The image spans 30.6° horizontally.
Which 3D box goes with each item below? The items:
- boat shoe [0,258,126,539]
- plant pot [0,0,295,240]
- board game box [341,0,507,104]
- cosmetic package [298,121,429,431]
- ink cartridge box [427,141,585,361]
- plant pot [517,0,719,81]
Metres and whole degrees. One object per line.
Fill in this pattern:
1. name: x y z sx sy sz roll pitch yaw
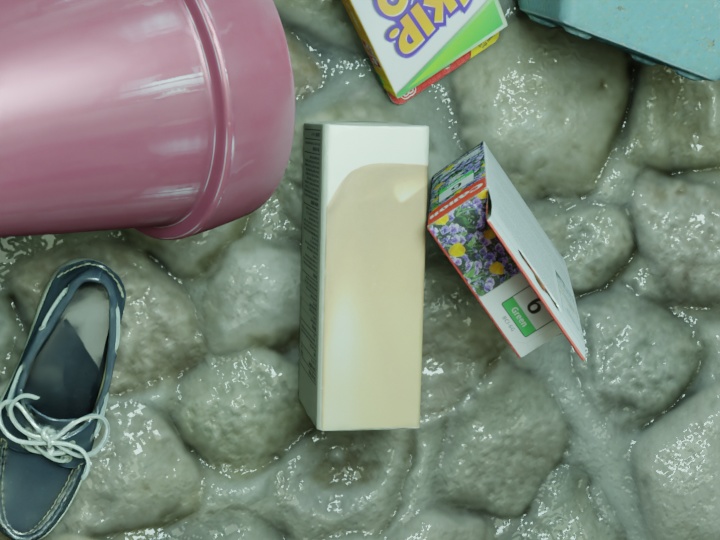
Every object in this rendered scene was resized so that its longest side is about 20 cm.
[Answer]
1. boat shoe: -0.202 0.091 0.879 0.075 0.062 0.200 21 93 -15
2. plant pot: -0.167 -0.102 0.763 0.179 0.200 0.200 -21 102 -38
3. board game box: 0.029 -0.204 0.866 0.095 0.030 0.200 -34 132 -5
4. cosmetic package: 0.000 0.000 0.889 0.071 0.105 0.200 0 98 -10
5. ink cartridge box: 0.092 -0.007 0.855 0.050 0.200 0.109 -33 103 14
6. plant pot: 0.203 -0.238 0.863 0.196 0.196 0.200 17 103 -13
